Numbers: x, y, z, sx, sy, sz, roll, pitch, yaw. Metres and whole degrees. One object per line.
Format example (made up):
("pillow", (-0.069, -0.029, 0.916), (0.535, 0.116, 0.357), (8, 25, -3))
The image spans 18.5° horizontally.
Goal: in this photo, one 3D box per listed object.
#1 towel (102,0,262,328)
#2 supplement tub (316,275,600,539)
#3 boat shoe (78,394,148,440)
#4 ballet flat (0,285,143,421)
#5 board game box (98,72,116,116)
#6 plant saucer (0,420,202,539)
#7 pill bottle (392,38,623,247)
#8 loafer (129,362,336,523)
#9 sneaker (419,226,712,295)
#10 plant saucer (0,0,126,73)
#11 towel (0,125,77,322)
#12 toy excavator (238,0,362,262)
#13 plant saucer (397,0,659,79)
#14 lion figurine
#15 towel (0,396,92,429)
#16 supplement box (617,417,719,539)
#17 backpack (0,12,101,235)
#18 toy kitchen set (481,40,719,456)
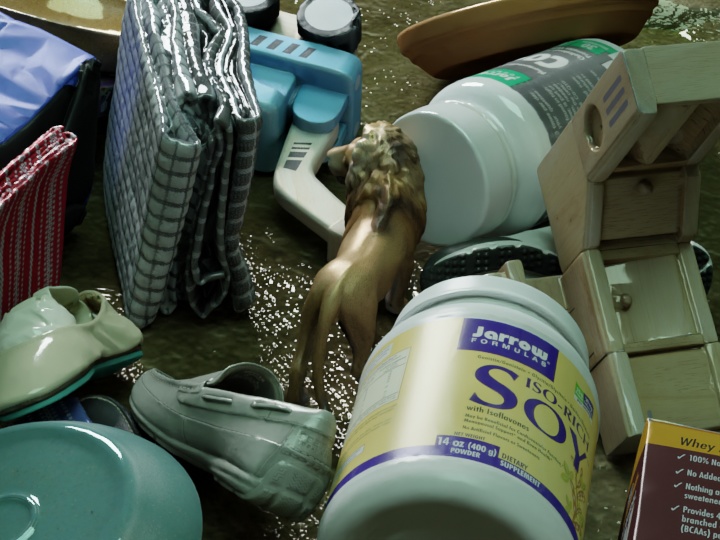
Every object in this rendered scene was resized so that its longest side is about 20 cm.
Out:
("towel", (-0.114, -0.082, 1.469), (0.085, 0.166, 0.200), (2, 37, -16))
("supplement tub", (0.061, 0.110, 1.254), (0.145, 0.146, 0.200), (10, 37, 5))
("boat shoe", (-0.143, 0.129, 1.265), (0.073, 0.063, 0.200), (-1, 37, -10))
("ballet flat", (-0.184, 0.043, 1.312), (0.069, 0.070, 0.200), (12, 6, 7))
("board game box", (-0.222, -0.141, 1.580), (0.120, 0.032, 0.200), (24, 16, 16))
("plant saucer", (-0.183, 0.142, 1.157), (0.200, 0.036, 0.200), (-11, 38, 8))
("pill bottle", (0.111, -0.088, 1.533), (0.113, 0.113, 0.200), (31, 35, 29))
("loafer", (-0.072, 0.087, 1.284), (0.070, 0.070, 0.200), (30, -4, -35))
("sneaker", (0.132, 0.003, 1.485), (0.200, 0.074, 0.080), (-2, 22, -18))
("plant saucer", (-0.221, -0.180, 1.608), (0.200, 0.036, 0.200), (15, 14, -4))
("towel", (-0.216, 0.012, 1.299), (0.022, 0.145, 0.200), (15, 27, 11))
("toy excavator", (-0.046, -0.098, 1.577), (0.194, 0.100, 0.200), (16, 52, 11))
("plant saucer", (0.128, -0.178, 1.660), (0.200, 0.038, 0.200), (-11, -1, 0))
("lion figurine", (0.000, 0.000, 1.410), (0.072, 0.123, 0.200), (9, 37, 3))
("towel", (-0.220, 0.155, 1.204), (0.200, 0.024, 0.145), (-27, 40, -11))
("supplement box", (0.226, 0.207, 1.161), (0.197, 0.133, 0.200), (11, 37, 6))
("backpack", (-0.278, -0.052, 1.410), (0.168, 0.163, 0.200), (21, 48, 16))
("toy kitchen set", (0.150, -0.006, 1.340), (0.163, 0.180, 0.200), (-7, 70, -16))
